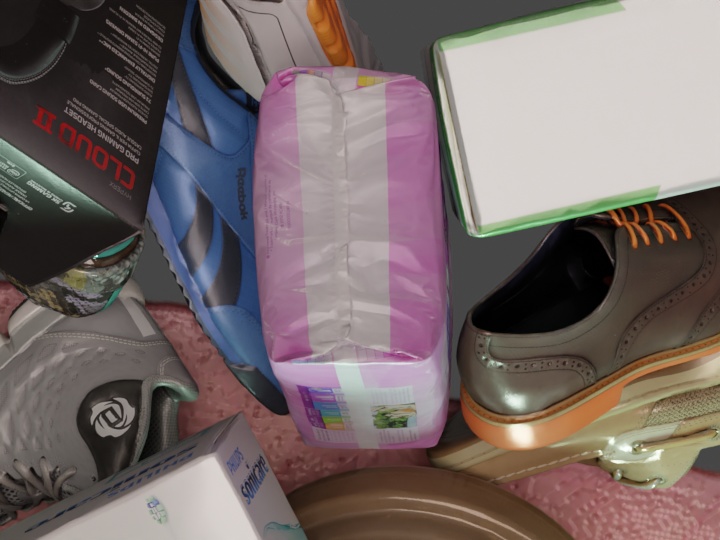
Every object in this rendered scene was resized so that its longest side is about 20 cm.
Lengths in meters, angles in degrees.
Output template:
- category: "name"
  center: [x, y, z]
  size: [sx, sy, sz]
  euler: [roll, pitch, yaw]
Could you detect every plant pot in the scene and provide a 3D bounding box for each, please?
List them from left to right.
- category: "plant pot"
  center: [0.018, 0.196, 1.149]
  size: [0.200, 0.093, 0.202]
  euler: [4, 117, 7]

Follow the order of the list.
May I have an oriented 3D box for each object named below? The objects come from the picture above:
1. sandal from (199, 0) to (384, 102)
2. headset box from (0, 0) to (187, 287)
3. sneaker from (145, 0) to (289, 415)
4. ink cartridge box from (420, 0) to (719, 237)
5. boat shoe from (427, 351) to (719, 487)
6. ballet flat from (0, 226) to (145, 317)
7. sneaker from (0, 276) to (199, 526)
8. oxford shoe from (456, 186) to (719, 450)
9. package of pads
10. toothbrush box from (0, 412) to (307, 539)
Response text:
- category: "sandal"
  center: [-0.033, -0.098, 1.108]
  size: [0.059, 0.079, 0.207]
  euler: [-20, 140, 8]
- category: "headset box"
  center: [-0.152, -0.103, 1.049]
  size: [0.077, 0.201, 0.149]
  euler: [-24, 134, 37]
- category: "sneaker"
  center: [-0.058, -0.033, 1.163]
  size: [0.078, 0.066, 0.201]
  euler: [-26, 96, 3]
- category: "ink cartridge box"
  center: [0.103, -0.073, 1.097]
  size: [0.145, 0.200, 0.085]
  euler: [-13, 94, 0]
- category: "boat shoe"
  center: [0.130, 0.068, 1.172]
  size: [0.199, 0.071, 0.065]
  euler: [-19, 104, 2]
- category: "ballet flat"
  center: [-0.174, -0.049, 1.151]
  size: [0.072, 0.072, 0.200]
  euler: [-47, 69, 4]
- category: "sneaker"
  center: [-0.154, 0.097, 1.151]
  size: [0.200, 0.075, 0.116]
  euler: [-44, 62, 4]
- category: "oxford shoe"
  center: [0.126, -0.001, 1.117]
  size: [0.200, 0.071, 0.073]
  euler: [-35, 140, -20]
- category: "package of pads"
  center: [0.000, 0.000, 1.070]
  size: [0.075, 0.200, 0.121]
  euler: [0, 77, 3]
- category: "toothbrush box"
  center: [-0.072, 0.182, 1.054]
  size: [0.146, 0.085, 0.201]
  euler: [-27, 96, 8]
